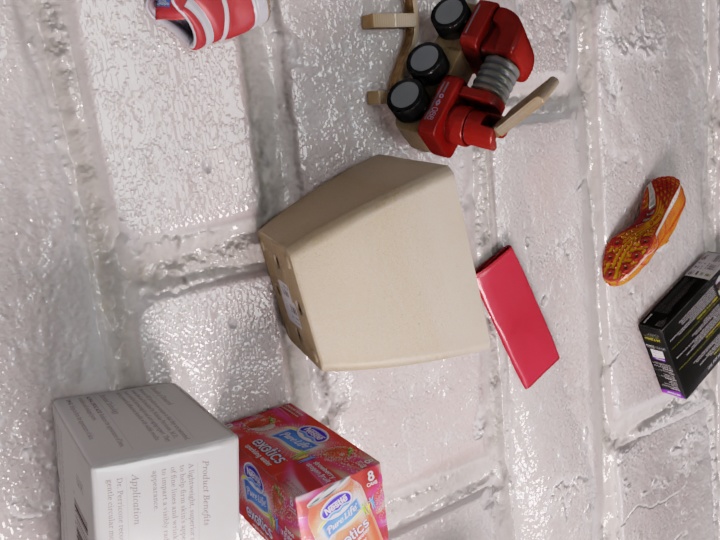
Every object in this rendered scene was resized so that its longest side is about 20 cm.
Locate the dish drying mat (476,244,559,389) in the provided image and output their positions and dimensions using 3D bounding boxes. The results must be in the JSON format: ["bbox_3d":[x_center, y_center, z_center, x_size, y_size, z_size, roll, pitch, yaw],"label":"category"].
[{"bbox_3d":[0.218,0.066,1.100,0.077,0.018,0.201,-38,116,-21],"label":"dish drying mat"}]

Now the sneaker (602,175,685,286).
[{"bbox_3d":[0.435,-0.049,1.190,0.200,0.073,0.077,-50,129,-13],"label":"sneaker"}]

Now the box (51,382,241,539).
[{"bbox_3d":[-0.206,0.233,0.751,0.130,0.200,0.201,-4,99,-29],"label":"box"}]

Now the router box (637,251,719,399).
[{"bbox_3d":[0.549,0.088,1.291,0.200,0.051,0.150,-39,117,-21],"label":"router box"}]

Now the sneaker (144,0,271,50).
[{"bbox_3d":[-0.173,-0.316,0.765,0.112,0.071,0.201,-37,117,-26],"label":"sneaker"}]

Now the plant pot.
[{"bbox_3d":[0.000,0.000,0.860,0.176,0.200,0.201,-19,108,-17],"label":"plant pot"}]

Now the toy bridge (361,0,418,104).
[{"bbox_3d":[0.036,-0.291,0.925,0.067,0.027,0.202,-12,105,-31],"label":"toy bridge"}]

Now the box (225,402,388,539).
[{"bbox_3d":[-0.067,0.224,0.836,0.099,0.200,0.096,-14,107,-29],"label":"box"}]

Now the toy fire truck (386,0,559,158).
[{"bbox_3d":[0.148,-0.213,0.885,0.177,0.199,0.129,-62,147,-9],"label":"toy fire truck"}]
